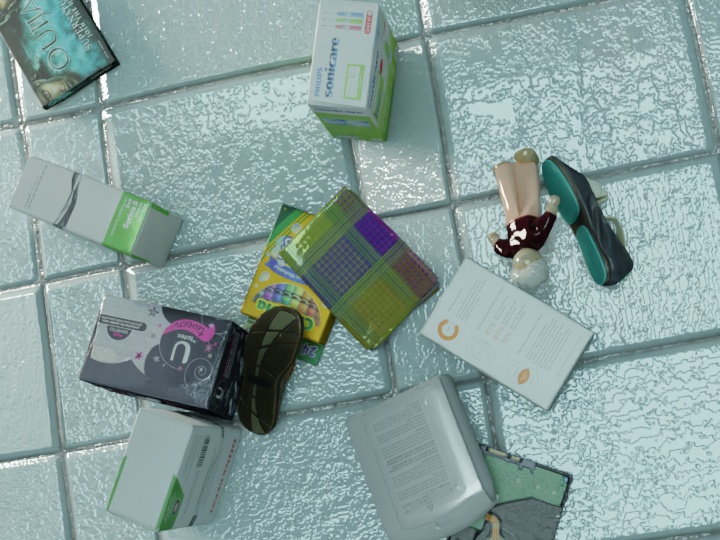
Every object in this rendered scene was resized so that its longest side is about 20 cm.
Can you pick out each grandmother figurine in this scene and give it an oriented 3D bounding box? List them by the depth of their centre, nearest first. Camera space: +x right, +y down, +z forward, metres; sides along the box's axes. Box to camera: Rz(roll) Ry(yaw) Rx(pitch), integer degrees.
[{"bbox_3d":[0.218,-0.062,1.678,0.121,0.060,0.200,-42,42,44],"label":"grandmother figurine"}]

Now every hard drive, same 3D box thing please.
[{"bbox_3d":[0.193,0.350,1.681,0.140,0.038,0.200,17,87,11],"label":"hard drive"}]

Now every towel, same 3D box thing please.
[{"bbox_3d":[0.000,0.000,1.723,0.144,0.023,0.200,-45,99,-7],"label":"towel"}]

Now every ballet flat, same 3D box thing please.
[{"bbox_3d":[0.317,-0.073,1.702,0.073,0.073,0.200,-25,73,6],"label":"ballet flat"}]

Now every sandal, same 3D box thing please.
[{"bbox_3d":[-0.121,0.137,1.740,0.082,0.055,0.200,20,113,23],"label":"sandal"}]

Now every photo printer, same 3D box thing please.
[{"bbox_3d":[0.084,0.262,1.673,0.166,0.069,0.200,-28,69,16],"label":"photo printer"}]

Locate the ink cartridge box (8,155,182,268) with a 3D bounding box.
[{"bbox_3d":[-0.378,-0.083,1.780,0.200,0.146,0.084,22,87,11],"label":"ink cartridge box"}]

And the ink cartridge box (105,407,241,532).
[{"bbox_3d":[-0.249,0.269,1.688,0.084,0.200,0.146,17,86,15],"label":"ink cartridge box"}]

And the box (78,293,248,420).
[{"bbox_3d":[-0.269,0.120,1.739,0.200,0.115,0.132,11,78,15],"label":"box"}]

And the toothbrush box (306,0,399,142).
[{"bbox_3d":[-0.008,-0.271,1.710,0.086,0.200,0.146,6,83,11],"label":"toothbrush box"}]

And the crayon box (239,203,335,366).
[{"bbox_3d":[-0.086,0.021,1.764,0.126,0.052,0.200,20,87,12],"label":"crayon box"}]

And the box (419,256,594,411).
[{"bbox_3d":[0.200,0.088,1.682,0.200,0.097,0.124,31,90,12],"label":"box"}]

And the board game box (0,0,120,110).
[{"bbox_3d":[-0.472,-0.361,1.890,0.135,0.028,0.200,-32,79,4],"label":"board game box"}]
